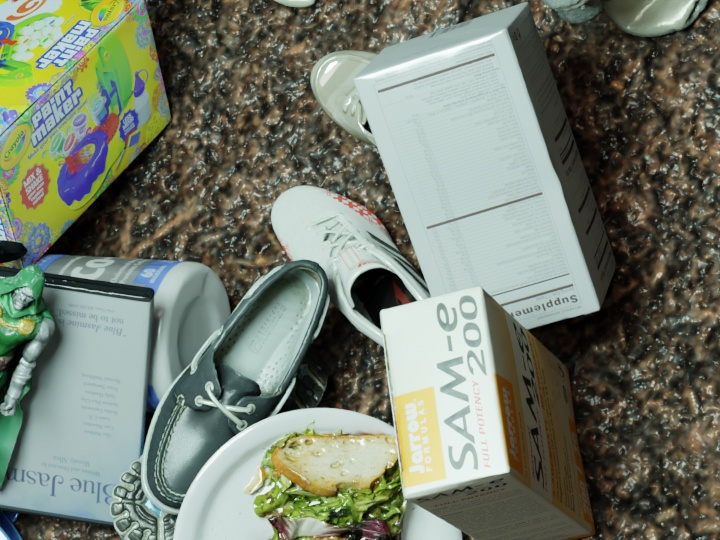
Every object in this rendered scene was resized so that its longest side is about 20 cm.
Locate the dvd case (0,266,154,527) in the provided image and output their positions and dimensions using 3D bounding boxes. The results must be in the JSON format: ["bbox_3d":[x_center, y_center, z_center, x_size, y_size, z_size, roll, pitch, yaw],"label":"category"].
[{"bbox_3d":[-0.223,0.091,1.506,0.143,0.018,0.200,8,120,2],"label":"dvd case"}]

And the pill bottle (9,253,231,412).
[{"bbox_3d":[-0.207,0.045,1.578,0.200,0.114,0.114,3,74,23],"label":"pill bottle"}]

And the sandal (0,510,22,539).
[{"bbox_3d":[-0.288,0.215,1.578,0.087,0.079,0.200,-6,72,16],"label":"sandal"}]

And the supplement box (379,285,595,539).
[{"bbox_3d":[0.087,0.103,1.386,0.073,0.200,0.126,-15,68,18],"label":"supplement box"}]

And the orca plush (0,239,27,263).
[{"bbox_3d":[-0.313,0.048,1.552,0.200,0.071,0.105,-38,24,15],"label":"orca plush"}]

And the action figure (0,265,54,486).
[{"bbox_3d":[-0.266,0.070,1.458,0.200,0.118,0.055,-56,21,30],"label":"action figure"}]

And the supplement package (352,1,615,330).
[{"bbox_3d":[0.088,-0.064,1.442,0.114,0.110,0.200,-16,103,17],"label":"supplement package"}]

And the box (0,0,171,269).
[{"bbox_3d":[-0.285,-0.125,1.615,0.193,0.122,0.200,16,47,27],"label":"box"}]

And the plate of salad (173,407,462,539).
[{"bbox_3d":[-0.027,0.194,1.439,0.200,0.048,0.200,-1,95,-8],"label":"plate of salad"}]

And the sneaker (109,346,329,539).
[{"bbox_3d":[-0.107,0.122,1.529,0.078,0.090,0.200,45,72,5],"label":"sneaker"}]

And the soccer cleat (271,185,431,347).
[{"bbox_3d":[0.000,0.000,1.522,0.069,0.085,0.200,-45,62,3],"label":"soccer cleat"}]

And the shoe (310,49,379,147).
[{"bbox_3d":[0.039,-0.115,1.562,0.200,0.053,0.070,31,86,28],"label":"shoe"}]

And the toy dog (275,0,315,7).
[{"bbox_3d":[-0.008,-0.305,1.602,0.200,0.140,0.194,-2,84,22],"label":"toy dog"}]

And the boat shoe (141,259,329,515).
[{"bbox_3d":[-0.087,0.076,1.465,0.076,0.060,0.200,28,73,-6],"label":"boat shoe"}]

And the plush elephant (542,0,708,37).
[{"bbox_3d":[0.185,-0.253,1.501,0.155,0.200,0.165,-7,82,-3],"label":"plush elephant"}]
